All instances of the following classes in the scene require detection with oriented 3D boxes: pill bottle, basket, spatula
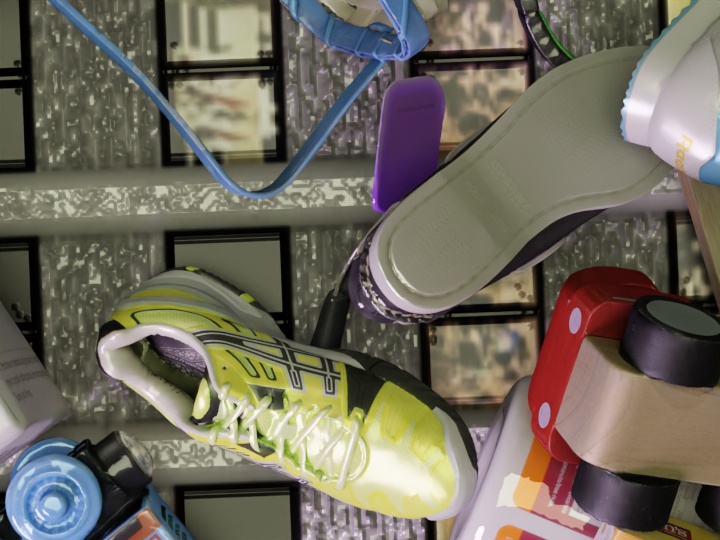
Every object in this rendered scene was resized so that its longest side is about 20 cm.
[{"bbox_3d":[0.148,0.134,1.395,0.199,0.110,0.110,22,90,-1],"label":"pill bottle"},{"bbox_3d":[-0.043,-0.159,1.369,0.200,0.139,0.176,-47,111,-8],"label":"basket"},{"bbox_3d":[0.000,0.000,1.409,0.021,0.056,0.201,33,115,25],"label":"spatula"}]

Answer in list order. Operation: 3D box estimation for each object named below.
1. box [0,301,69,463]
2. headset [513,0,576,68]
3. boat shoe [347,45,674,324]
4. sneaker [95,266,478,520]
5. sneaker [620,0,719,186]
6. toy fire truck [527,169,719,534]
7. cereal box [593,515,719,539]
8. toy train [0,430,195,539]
[{"bbox_3d":[-0.266,0.052,1.350,0.199,0.199,0.172,-33,90,0],"label":"box"},{"bbox_3d":[0.126,-0.184,1.427,0.123,0.094,0.201,-12,105,-4],"label":"headset"},{"bbox_3d":[0.076,-0.038,1.383,0.200,0.060,0.074,-39,93,-25],"label":"boat shoe"},{"bbox_3d":[-0.038,0.070,1.384,0.199,0.076,0.076,24,117,20],"label":"sneaker"},{"bbox_3d":[0.207,-0.122,1.364,0.081,0.077,0.200,33,79,22],"label":"sneaker"},{"bbox_3d":[0.159,0.025,1.365,0.175,0.200,0.129,9,110,-22],"label":"toy fire truck"},{"bbox_3d":[0.141,0.216,1.347,0.143,0.040,0.201,21,113,-6],"label":"cereal box"},{"bbox_3d":[-0.166,0.166,1.410,0.200,0.087,0.114,-39,96,0],"label":"toy train"}]
